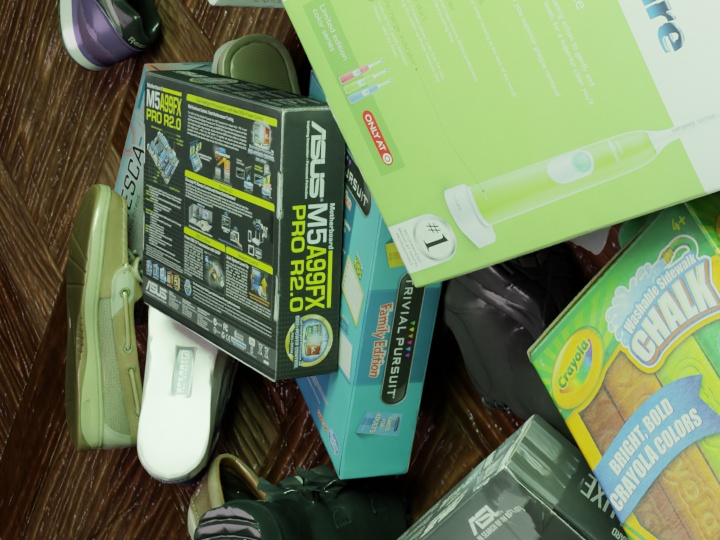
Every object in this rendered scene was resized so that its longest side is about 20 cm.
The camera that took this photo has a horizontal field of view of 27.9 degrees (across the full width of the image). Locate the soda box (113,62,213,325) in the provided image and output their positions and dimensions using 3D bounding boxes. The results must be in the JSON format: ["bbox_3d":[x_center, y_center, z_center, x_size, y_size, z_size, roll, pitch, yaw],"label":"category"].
[{"bbox_3d":[-0.144,-0.057,1.099,0.064,0.068,0.201,46,129,37],"label":"soda box"}]

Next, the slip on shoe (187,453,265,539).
[{"bbox_3d":[-0.065,0.213,1.028,0.200,0.076,0.061,55,137,45],"label":"slip on shoe"}]

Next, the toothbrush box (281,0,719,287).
[{"bbox_3d":[0.085,-0.094,0.608,0.200,0.086,0.146,-20,99,45],"label":"toothbrush box"}]

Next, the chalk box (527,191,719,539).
[{"bbox_3d":[0.170,0.041,0.639,0.125,0.123,0.201,-55,52,41],"label":"chalk box"}]

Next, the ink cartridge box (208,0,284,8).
[{"bbox_3d":[-0.012,-0.218,0.789,0.145,0.199,0.084,61,138,28],"label":"ink cartridge box"}]

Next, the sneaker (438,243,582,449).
[{"bbox_3d":[0.104,0.050,0.787,0.200,0.076,0.091,-124,38,-46],"label":"sneaker"}]

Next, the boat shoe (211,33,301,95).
[{"bbox_3d":[-0.066,-0.060,1.001,0.068,0.074,0.201,-173,78,-72],"label":"boat shoe"}]

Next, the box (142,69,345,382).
[{"bbox_3d":[-0.078,-0.035,0.905,0.200,0.044,0.161,22,113,56],"label":"box"}]

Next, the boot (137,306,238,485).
[{"bbox_3d":[-0.126,0.062,1.091,0.090,0.072,0.201,94,-172,-78],"label":"boot"}]

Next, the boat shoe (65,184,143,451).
[{"bbox_3d":[-0.182,0.036,1.076,0.073,0.063,0.202,-155,67,-67],"label":"boat shoe"}]

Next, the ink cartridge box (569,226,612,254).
[{"bbox_3d":[0.118,-0.125,0.720,0.162,0.050,0.201,34,110,46],"label":"ink cartridge box"}]

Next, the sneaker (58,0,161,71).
[{"bbox_3d":[-0.199,-0.268,1.164,0.087,0.076,0.201,-13,87,39],"label":"sneaker"}]

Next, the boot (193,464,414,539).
[{"bbox_3d":[-0.029,0.215,0.875,0.073,0.162,0.199,-4,88,31],"label":"boot"}]

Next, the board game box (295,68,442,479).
[{"bbox_3d":[0.000,0.000,0.879,0.151,0.047,0.201,-120,33,-54],"label":"board game box"}]

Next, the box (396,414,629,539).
[{"bbox_3d":[0.089,0.188,0.762,0.158,0.050,0.200,41,132,0],"label":"box"}]
